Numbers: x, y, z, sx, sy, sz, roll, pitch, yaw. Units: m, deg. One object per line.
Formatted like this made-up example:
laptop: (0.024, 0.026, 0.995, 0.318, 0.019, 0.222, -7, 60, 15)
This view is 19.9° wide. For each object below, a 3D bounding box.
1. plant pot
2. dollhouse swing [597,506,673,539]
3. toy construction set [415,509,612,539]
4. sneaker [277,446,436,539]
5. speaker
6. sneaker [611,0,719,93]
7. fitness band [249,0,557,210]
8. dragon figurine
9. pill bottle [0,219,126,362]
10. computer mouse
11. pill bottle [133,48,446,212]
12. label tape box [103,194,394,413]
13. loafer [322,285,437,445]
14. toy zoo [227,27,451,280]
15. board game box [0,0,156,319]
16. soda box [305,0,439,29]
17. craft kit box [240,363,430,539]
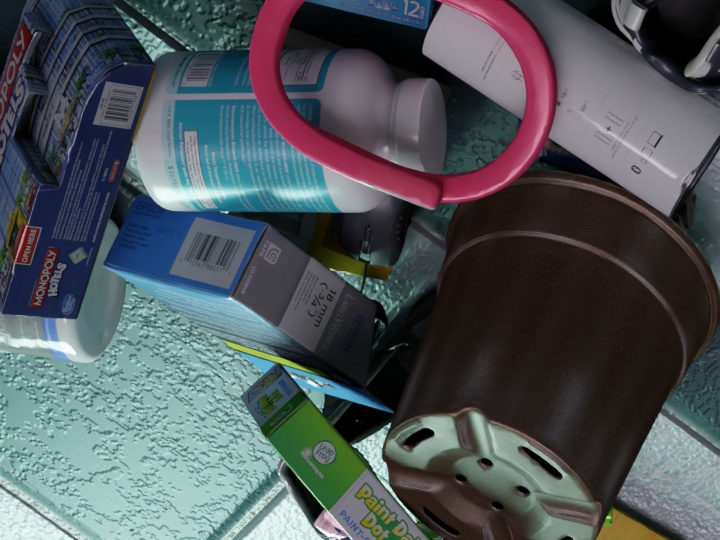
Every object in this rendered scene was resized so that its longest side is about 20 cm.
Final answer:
plant pot: (0.116, 0.074, 1.365, 0.199, 0.199, 0.201, 18, 142, 15)
dollhouse swing: (0.146, 0.269, 1.673, 0.199, 0.177, 0.182, 29, 171, -4)
toy construction set: (0.119, 0.156, 1.550, 0.198, 0.132, 0.092, -8, 140, 18)
sneaker: (0.005, 0.211, 1.585, 0.200, 0.082, 0.070, 44, 108, 31)
speaker: (0.140, -0.121, 1.330, 0.199, 0.081, 0.081, 34, 130, 10)
sneaker: (0.247, -0.134, 1.269, 0.198, 0.130, 0.080, 27, 111, 3)
fitness band: (0.027, -0.123, 1.299, 0.199, 0.037, 0.145, 24, 98, 8)
dragon figurine: (0.175, -0.041, 1.417, 0.099, 0.059, 0.201, -14, 119, 27)
pill bottle: (-0.291, 0.004, 1.579, 0.198, 0.114, 0.114, 7, 127, 15)
computer mouse: (0.000, 0.000, 1.498, 0.058, 0.034, 0.201, 15, 129, 7)
pill bottle: (-0.045, -0.095, 1.394, 0.198, 0.111, 0.111, 2, 126, 19)
label tape box: (-0.068, 0.024, 1.501, 0.144, 0.064, 0.200, 14, 164, 43)
loafer: (0.042, 0.077, 1.547, 0.072, 0.063, 0.200, 41, 127, -13)
toy zoo: (-0.022, -0.071, 1.489, 0.130, 0.021, 0.201, 20, 129, 4)
board game box: (-0.228, -0.104, 1.447, 0.061, 0.200, 0.201, 5, 118, -31)
soda box: (-0.039, -0.224, 1.354, 0.198, 0.064, 0.068, 14, 128, 9)
craft kit box: (0.001, 0.163, 1.437, 0.048, 0.197, 0.200, -41, 98, -6)
